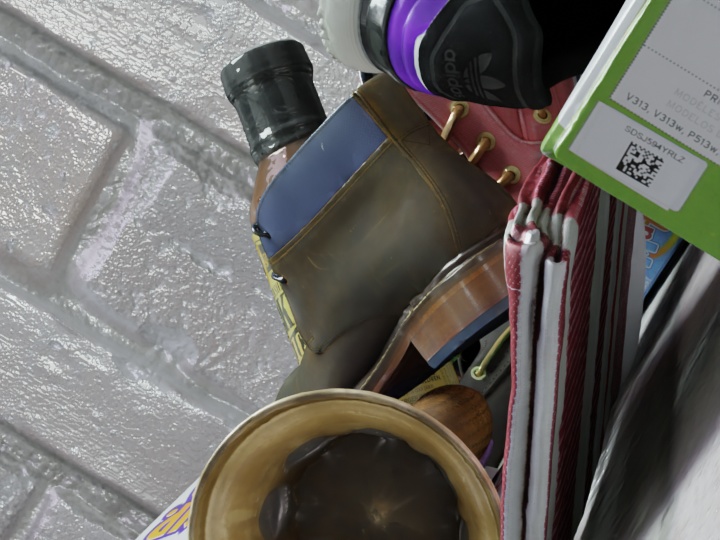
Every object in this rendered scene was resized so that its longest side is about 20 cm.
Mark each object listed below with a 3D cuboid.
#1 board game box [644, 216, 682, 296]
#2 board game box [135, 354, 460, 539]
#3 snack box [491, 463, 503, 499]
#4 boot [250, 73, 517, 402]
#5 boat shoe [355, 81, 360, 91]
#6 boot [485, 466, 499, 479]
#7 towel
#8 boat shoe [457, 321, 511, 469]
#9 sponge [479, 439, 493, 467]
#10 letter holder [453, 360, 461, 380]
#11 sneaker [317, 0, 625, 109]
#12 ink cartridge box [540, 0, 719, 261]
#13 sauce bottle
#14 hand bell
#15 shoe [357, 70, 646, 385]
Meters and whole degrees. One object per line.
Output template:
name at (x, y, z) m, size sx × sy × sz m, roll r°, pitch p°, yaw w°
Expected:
board game box at (0.149, -0.070, 0.997) m, size 0.152 × 0.036 × 0.200 m, roll -61°, pitch -1°, yaw 36°
board game box at (-0.044, 0.097, 1.045) m, size 0.200 × 0.030 × 0.095 m, roll -46°, pitch 15°, yaw -28°
snack box at (0.033, 0.129, 0.797) m, size 0.072 × 0.024 × 0.200 m, roll -59°, pitch -1°, yaw 40°
boot at (0.000, 0.000, 0.862) m, size 0.075 × 0.097 × 0.200 m, roll -31°, pitch -5°, yaw -34°
boat shoe at (0.045, -0.102, 1.010) m, size 0.064 × 0.071 × 0.200 m, roll -47°, pitch -1°, yaw 35°
boot at (0.012, 0.148, 1.006) m, size 0.073 × 0.091 × 0.200 m, roll -27°, pitch 4°, yaw -38°
towel at (0.064, 0.019, 0.694) m, size 0.200 × 0.023 × 0.145 m, roll -59°, pitch -26°, yaw -64°
boat shoe at (0.070, 0.048, 1.080) m, size 0.202 × 0.060 × 0.072 m, roll -59°, pitch -3°, yaw -26°
sponge at (-0.002, 0.164, 0.895) m, size 0.112 × 0.030 × 0.201 m, roll -55°, pitch -13°, yaw -57°
letter holder at (0.071, -0.025, 1.227) m, size 0.200 × 0.142 × 0.101 m, roll -59°, pitch -2°, yaw -37°
sneaker at (0.087, -0.111, 0.709) m, size 0.200 × 0.099 × 0.070 m, roll -42°, pitch -42°, yaw -26°
ink cartridge box at (0.136, -0.114, 0.547) m, size 0.148 × 0.076 × 0.200 m, roll -57°, pitch -2°, yaw -47°
sauce bottle at (-0.010, -0.003, 0.984) m, size 0.064 × 0.201 × 0.065 m, roll -19°, pitch -14°, yaw -5°
hand bell at (0.019, 0.069, 0.788) m, size 0.104 × 0.104 × 0.200 m, roll -60°, pitch -6°, yaw 16°
shoe at (0.050, -0.048, 0.877) m, size 0.071 × 0.091 × 0.201 m, roll 132°, pitch 136°, yaw -63°
